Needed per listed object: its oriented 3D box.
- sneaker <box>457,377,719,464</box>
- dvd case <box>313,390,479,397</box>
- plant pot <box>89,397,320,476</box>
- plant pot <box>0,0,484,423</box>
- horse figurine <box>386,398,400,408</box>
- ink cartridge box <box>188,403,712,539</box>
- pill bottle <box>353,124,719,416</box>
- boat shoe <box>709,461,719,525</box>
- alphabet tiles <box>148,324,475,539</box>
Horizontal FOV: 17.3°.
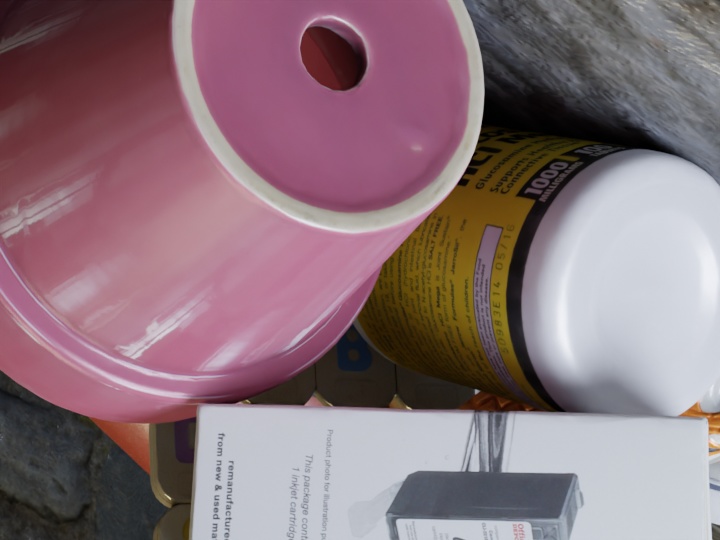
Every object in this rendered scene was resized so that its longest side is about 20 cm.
[{"bbox_3d":[0.131,0.070,1.070,0.199,0.076,0.092,-18,170,7],"label":"sneaker"},{"bbox_3d":[0.029,0.055,1.242,0.199,0.018,0.143,19,158,-7],"label":"dvd case"},{"bbox_3d":[-0.113,0.041,1.526,0.195,0.201,0.201,40,166,-19],"label":"plant pot"},{"bbox_3d":[-0.053,-0.054,0.895,0.199,0.201,0.179,31,154,-19],"label":"plant pot"},{"bbox_3d":[0.000,0.000,1.133,0.199,0.133,0.050,33,171,-26],"label":"horse figurine"},{"bbox_3d":[0.041,0.105,0.947,0.198,0.084,0.144,2,168,7],"label":"ink cartridge box"},{"bbox_3d":[0.060,-0.004,1.009,0.112,0.113,0.199,35,168,-35],"label":"pill bottle"},{"bbox_3d":[0.224,0.081,1.115,0.201,0.087,0.074,9,-170,29],"label":"boat shoe"},{"bbox_3d":[0.003,0.109,1.064,0.199,0.197,0.015,4,157,-19],"label":"alphabet tiles"}]
